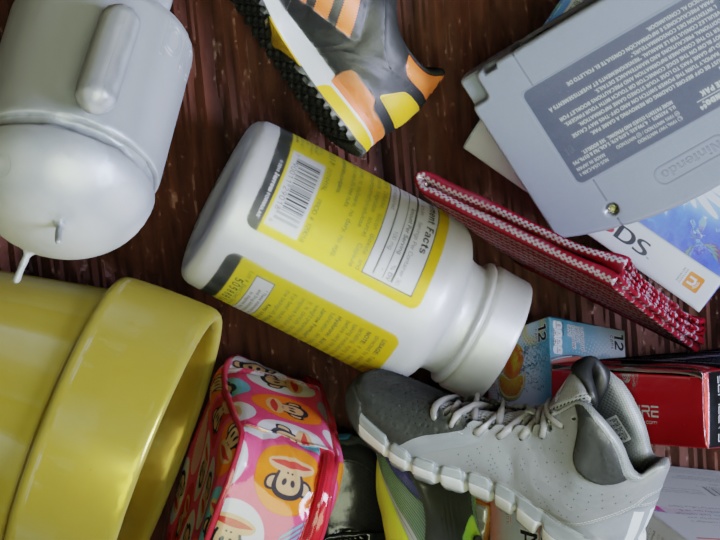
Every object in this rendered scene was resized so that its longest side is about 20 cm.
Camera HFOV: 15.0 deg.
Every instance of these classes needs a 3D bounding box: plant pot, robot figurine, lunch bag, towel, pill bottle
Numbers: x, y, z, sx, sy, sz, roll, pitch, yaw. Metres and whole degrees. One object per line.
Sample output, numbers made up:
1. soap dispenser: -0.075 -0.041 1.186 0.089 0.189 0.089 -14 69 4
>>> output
1. plant pot: -0.204 0.085 1.637 0.188 0.201 0.202 21 102 3
2. robot figurine: -0.165 -0.091 1.600 0.112 0.170 0.201 17 64 -8
3. lunch bag: -0.076 0.159 1.659 0.081 0.200 0.177 18 105 -10
4. towel: 0.123 -0.006 1.623 0.144 0.200 0.023 26 88 24
5. pill bottle: 0.000 0.000 1.668 0.199 0.111 0.112 28 100 -9

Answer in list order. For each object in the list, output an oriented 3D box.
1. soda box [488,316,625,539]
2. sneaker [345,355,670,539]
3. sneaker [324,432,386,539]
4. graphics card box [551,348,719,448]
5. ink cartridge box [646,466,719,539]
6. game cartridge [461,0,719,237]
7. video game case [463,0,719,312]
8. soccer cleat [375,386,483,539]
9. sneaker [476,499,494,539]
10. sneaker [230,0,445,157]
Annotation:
1. soda box: 0.123 0.134 1.691 0.063 0.068 0.201 10 72 -33
2. sneaker: 0.094 0.083 1.599 0.199 0.075 0.116 28 125 8
3. sneaker: -0.004 0.204 1.740 0.073 0.082 0.201 -5 103 -2
4. graphics card box: 0.229 0.075 1.665 0.199 0.125 0.051 -4 93 -42
5. ink cartridge box: 0.220 0.185 1.688 0.114 0.200 0.068 7 104 -26
6. game cartridge: 0.174 -0.107 1.611 0.199 0.042 0.134 -29 104 25
7. video game case: 0.189 -0.104 1.651 0.181 0.045 0.200 34 117 0
8. soccer cleat: 0.043 0.173 1.698 0.064 0.084 0.202 2 75 -16
9. sneaker: 0.082 0.189 1.758 0.077 0.078 0.202 -6 101 -35
10. sneaker: -0.025 -0.172 1.655 0.090 0.070 0.201 -36 106 -12
